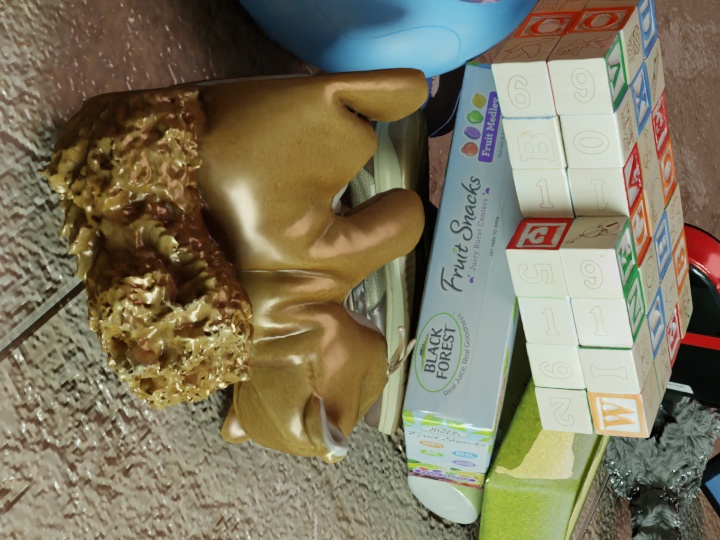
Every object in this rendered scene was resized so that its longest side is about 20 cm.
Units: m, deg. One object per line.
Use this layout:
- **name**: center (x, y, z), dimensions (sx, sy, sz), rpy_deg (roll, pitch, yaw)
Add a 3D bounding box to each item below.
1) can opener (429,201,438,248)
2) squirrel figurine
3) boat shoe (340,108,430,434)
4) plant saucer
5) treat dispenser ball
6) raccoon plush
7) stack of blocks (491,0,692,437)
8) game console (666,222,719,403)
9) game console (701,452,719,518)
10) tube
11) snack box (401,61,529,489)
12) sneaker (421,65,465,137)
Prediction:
- **can opener**: center (0.047, 0.008, 0.874), dimensions (0.200, 0.053, 0.068), rpy_deg (39, 49, -46)
- **squirrel figurine**: center (-0.059, 0.004, 0.658), dimensions (0.199, 0.141, 0.189), rpy_deg (-14, 104, -45)
- **boat shoe**: center (0.000, 0.000, 0.788), dimensions (0.072, 0.071, 0.202), rpy_deg (-62, 155, -58)
- **plant saucer**: center (0.132, 0.099, 0.867), dimensions (0.201, 0.047, 0.201), rpy_deg (87, 27, -57)
- **treat dispenser ball**: center (0.015, -0.205, 0.742), dimensions (0.200, 0.199, 0.203), rpy_deg (23, 62, -54)
- **raccoon plush**: center (0.250, 0.174, 1.154), dimensions (0.134, 0.096, 0.202), rpy_deg (34, 75, -62)
- **stack of blocks**: center (0.121, -0.029, 0.704), dimensions (0.115, 0.058, 0.202), rpy_deg (-54, 137, -48)
- **game console**: center (0.195, 0.027, 0.977), dimensions (0.031, 0.199, 0.177), rpy_deg (-55, 129, -22)
- **game console**: center (0.320, 0.263, 1.197), dimensions (0.177, 0.116, 0.200), rpy_deg (58, -5, 14)
- **tube**: center (0.099, 0.070, 0.892), dimensions (0.052, 0.058, 0.201), rpy_deg (43, 62, -14)
- **snack box**: center (0.065, 0.007, 0.764), dimensions (0.142, 0.052, 0.202), rpy_deg (77, 23, -69)
- **sneaker**: center (0.039, -0.186, 0.901), dimensions (0.078, 0.069, 0.203), rpy_deg (15, 79, -61)
